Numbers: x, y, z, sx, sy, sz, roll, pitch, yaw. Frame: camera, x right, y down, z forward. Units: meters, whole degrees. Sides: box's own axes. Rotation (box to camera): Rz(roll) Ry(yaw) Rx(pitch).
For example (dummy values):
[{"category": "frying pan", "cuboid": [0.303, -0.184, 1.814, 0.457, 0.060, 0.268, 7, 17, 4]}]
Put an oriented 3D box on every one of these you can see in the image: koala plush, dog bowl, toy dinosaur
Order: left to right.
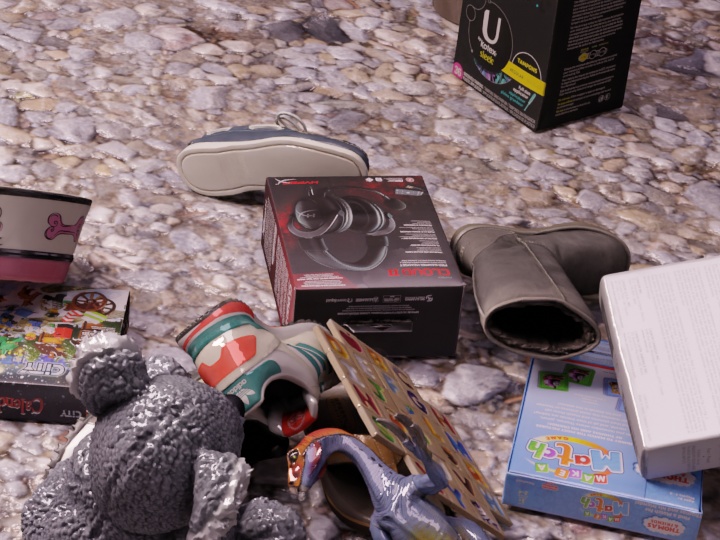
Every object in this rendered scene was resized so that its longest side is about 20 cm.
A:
[{"category": "dog bowl", "cuboid": [-0.322, -0.032, 1.452, 0.197, 0.075, 0.200, 5, -1, 0]}, {"category": "koala plush", "cuboid": [-0.132, 0.137, 1.151, 0.183, 0.200, 0.178, -32, 74, -28]}, {"category": "toy dinosaur", "cuboid": [0.030, 0.185, 1.195, 0.105, 0.200, 0.182, -39, 51, -6]}]

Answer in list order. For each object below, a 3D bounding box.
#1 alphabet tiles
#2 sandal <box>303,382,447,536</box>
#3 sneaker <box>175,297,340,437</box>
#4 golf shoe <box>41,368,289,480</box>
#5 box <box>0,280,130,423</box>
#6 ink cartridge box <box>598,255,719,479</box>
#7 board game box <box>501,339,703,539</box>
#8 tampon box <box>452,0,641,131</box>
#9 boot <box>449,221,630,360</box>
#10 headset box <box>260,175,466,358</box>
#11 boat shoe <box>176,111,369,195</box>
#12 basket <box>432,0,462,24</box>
[{"category": "alphabet tiles", "cuboid": [0.039, 0.116, 1.322, 0.166, 0.006, 0.200, 36, 14, -38]}, {"category": "sandal", "cuboid": [0.006, 0.134, 1.346, 0.081, 0.055, 0.201, -5, 35, -17]}, {"category": "sneaker", "cuboid": [-0.057, 0.086, 1.303, 0.094, 0.070, 0.199, 59, 15, 24]}, {"category": "golf shoe", "cuboid": [-0.139, 0.134, 1.303, 0.199, 0.078, 0.094, -25, 45, -36]}, {"category": "box", "cuboid": [-0.291, 0.061, 1.421, 0.197, 0.038, 0.137, 4, 33, -3]}, {"category": "ink cartridge box", "cuboid": [0.295, 0.064, 1.353, 0.197, 0.057, 0.164, -8, 54, -1]}, {"category": "board game box", "cuboid": [0.200, 0.126, 1.405, 0.149, 0.037, 0.201, 11, 33, 7]}, {"category": "tampon box", "cuboid": [0.198, -0.277, 1.857, 0.125, 0.202, 0.150, -17, 39, -31]}, {"category": "boot", "cuboid": [0.168, 0.015, 1.483, 0.179, 0.074, 0.200, -1, 13, -11]}, {"category": "headset box", "cuboid": [0.000, 0.000, 1.525, 0.147, 0.078, 0.201, -1, 33, -11]}, {"category": "boat shoe", "cuboid": [-0.076, -0.105, 1.648, 0.198, 0.075, 0.062, -2, 35, 30]}, {"category": "basket", "cuboid": [0.149, -0.391, 2.018, 0.135, 0.202, 0.180, 21, 37, 20]}]
